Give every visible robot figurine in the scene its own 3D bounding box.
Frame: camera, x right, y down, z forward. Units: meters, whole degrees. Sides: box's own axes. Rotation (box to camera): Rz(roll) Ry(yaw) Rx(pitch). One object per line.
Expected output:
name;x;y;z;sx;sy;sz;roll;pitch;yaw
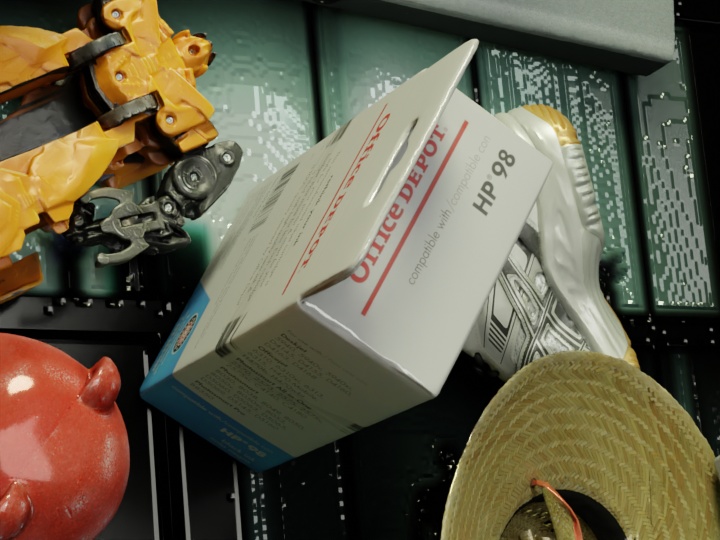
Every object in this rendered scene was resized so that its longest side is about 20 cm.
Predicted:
robot figurine;-0.146;-0.054;0.915;0.200;0.058;0.145;-25;88;-30

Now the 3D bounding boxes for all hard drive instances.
hard drive;0.056;-0.177;1.070;0.199;0.033;0.140;10;71;-25

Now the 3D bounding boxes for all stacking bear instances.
stacking bear;-0.143;0.076;0.794;0.114;0.200;0.121;46;60;-8

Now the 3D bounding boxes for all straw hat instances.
straw hat;0.069;0.135;0.929;0.201;0.085;0.202;18;64;-41

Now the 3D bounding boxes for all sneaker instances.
sneaker;0.074;0.032;1.006;0.087;0.076;0.201;-16;92;-1

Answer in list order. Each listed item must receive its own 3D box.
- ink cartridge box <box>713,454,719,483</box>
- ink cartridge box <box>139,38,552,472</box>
ink cartridge box;0.216;0.145;0.901;0.059;0.104;0.201;-1;64;-27
ink cartridge box;0.000;0.000;0.891;0.067;0.200;0.116;36;62;-14
